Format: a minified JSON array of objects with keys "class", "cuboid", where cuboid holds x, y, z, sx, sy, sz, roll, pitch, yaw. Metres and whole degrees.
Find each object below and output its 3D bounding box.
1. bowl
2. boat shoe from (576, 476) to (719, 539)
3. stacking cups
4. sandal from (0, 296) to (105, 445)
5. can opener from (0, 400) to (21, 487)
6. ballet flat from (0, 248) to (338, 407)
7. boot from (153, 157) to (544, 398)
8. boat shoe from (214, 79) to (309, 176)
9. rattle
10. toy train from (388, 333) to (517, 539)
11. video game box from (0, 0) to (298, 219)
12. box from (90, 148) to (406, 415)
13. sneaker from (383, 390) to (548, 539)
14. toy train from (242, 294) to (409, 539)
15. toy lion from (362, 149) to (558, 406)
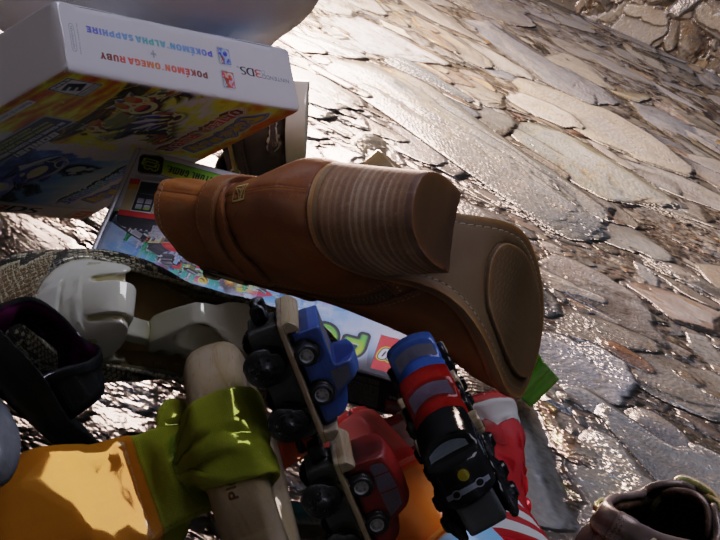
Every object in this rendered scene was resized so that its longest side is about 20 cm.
[{"class":"bowl","cuboid":[-0.134,-0.175,1.153,0.199,0.075,0.199,-11,21,-40]},{"class":"boat shoe","cuboid":[0.175,0.151,1.074,0.072,0.060,0.199,35,19,29]},{"class":"stacking cups","cuboid":[0.050,0.144,0.890,0.200,0.061,0.060,44,23,23]},{"class":"sandal","cuboid":[-0.143,0.039,0.853,0.075,0.048,0.201,40,-11,13]},{"class":"can opener","cuboid":[-0.195,0.058,0.832,0.200,0.066,0.053,43,-21,52]},{"class":"ballet flat","cuboid":[-0.099,0.026,0.954,0.198,0.068,0.075,12,-14,-21]},{"class":"boot","cuboid":[0.000,0.000,0.975,0.154,0.074,0.200,2,-29,30]},{"class":"boat shoe","cuboid":[-0.067,-0.067,1.255,0.059,0.072,0.200,3,-21,-3]},{"class":"rattle","cuboid":[-0.088,0.109,0.896,0.131,0.142,0.200,57,-1,-6]},{"class":"toy train","cuboid":[0.035,0.066,0.842,0.046,0.034,0.200,61,2,-12]},{"class":"video game box","cuboid":[-0.167,-0.085,1.101,0.181,0.199,0.047,1,71,-50]},{"class":"box","cuboid":[-0.049,0.006,1.068,0.198,0.035,0.111,14,55,6]},{"class":"sneaker","cuboid":[0.064,0.130,1.029,0.116,0.078,0.200,63,15,13]},{"class":"toy train","cuboid":[-0.001,0.096,0.831,0.034,0.045,0.201,-98,167,-66]},{"class":"toy lion","cuboid":[0.063,0.021,1.224,0.192,0.069,0.200,46,1,-22]}]
